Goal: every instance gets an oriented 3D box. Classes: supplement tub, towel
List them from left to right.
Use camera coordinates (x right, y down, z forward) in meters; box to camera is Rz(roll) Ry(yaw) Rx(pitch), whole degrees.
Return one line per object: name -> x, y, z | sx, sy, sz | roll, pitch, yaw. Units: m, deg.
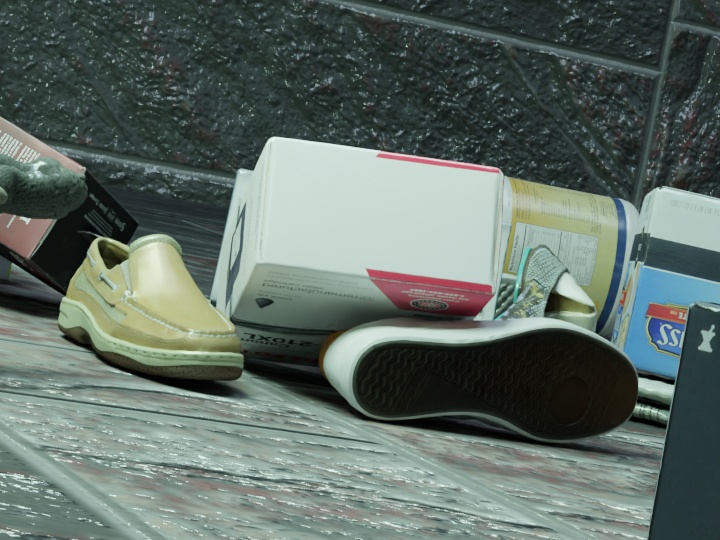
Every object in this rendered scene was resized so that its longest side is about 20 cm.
supplement tub -> 0.173, -0.018, 2.435 | 0.199, 0.145, 0.144 | 11, 3, -9
towel -> 0.222, 0.088, 1.749 | 0.199, 0.035, 0.192 | 12, 4, 22

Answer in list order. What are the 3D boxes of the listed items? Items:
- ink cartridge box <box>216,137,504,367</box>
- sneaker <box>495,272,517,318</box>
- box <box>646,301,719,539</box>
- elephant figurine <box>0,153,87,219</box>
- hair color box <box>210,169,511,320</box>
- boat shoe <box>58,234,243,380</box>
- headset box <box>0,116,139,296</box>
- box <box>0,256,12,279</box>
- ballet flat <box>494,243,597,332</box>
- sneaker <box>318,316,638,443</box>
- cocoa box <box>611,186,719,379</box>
ink cartridge box -> -0.006, -0.003, 1.484 | 0.144, 0.085, 0.200 | 8, -18, -9
sneaker -> 0.057, 0.027, 1.852 | 0.200, 0.076, 0.105 | 5, 11, -26
box -> 0.259, 0.094, 0.988 | 0.198, 0.124, 0.200 | 10, 2, -38
elephant figurine -> -0.243, -0.013, 1.205 | 0.200, 0.155, 0.142 | 42, 19, -41
hair color box -> 0.000, 0.000, 1.723 | 0.199, 0.099, 0.061 | 12, -13, 1
boat shoe -> -0.126, 0.016, 1.423 | 0.071, 0.076, 0.200 | 9, 4, -33
headset box -> -0.250, -0.058, 1.640 | 0.200, 0.077, 0.149 | 30, -7, 15
box -> -0.345, -0.033, 1.770 | 0.199, 0.048, 0.122 | 9, 5, -30
ballet flat -> 0.127, 0.041, 1.657 | 0.072, 0.072, 0.200 | 12, 25, 11
sneaker -> 0.069, 0.056, 1.435 | 0.199, 0.073, 0.085 | 8, 7, -25
cocoa box -> 0.263, 0.018, 1.777 | 0.133, 0.132, 0.200 | 13, 1, 4
